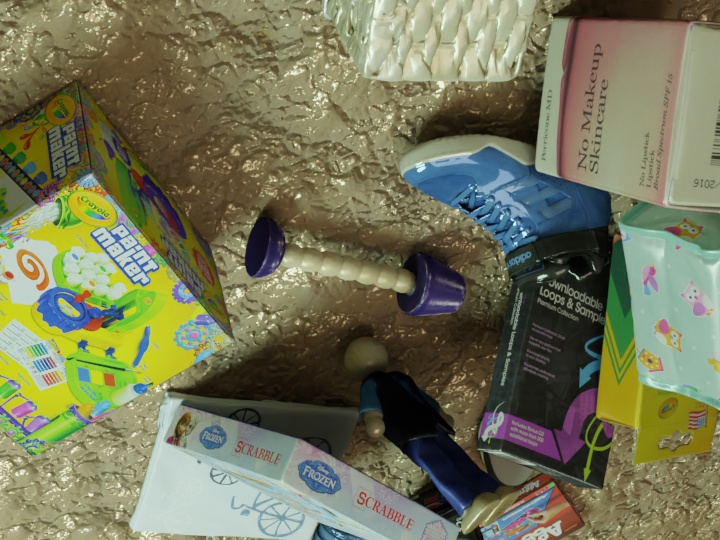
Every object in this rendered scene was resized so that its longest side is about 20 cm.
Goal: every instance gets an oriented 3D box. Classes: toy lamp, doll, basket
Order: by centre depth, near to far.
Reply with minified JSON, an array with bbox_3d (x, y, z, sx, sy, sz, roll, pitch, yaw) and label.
[{"bbox_3d":[0.057,-0.237,0.898,0.134,0.124,0.202,-2,131,-16],"label":"basket"},{"bbox_3d":[0.000,0.000,1.130,0.198,0.059,0.059,15,124,-26],"label":"toy lamp"},{"bbox_3d":[0.053,0.140,1.173,0.049,0.200,0.136,-50,157,20],"label":"doll"}]

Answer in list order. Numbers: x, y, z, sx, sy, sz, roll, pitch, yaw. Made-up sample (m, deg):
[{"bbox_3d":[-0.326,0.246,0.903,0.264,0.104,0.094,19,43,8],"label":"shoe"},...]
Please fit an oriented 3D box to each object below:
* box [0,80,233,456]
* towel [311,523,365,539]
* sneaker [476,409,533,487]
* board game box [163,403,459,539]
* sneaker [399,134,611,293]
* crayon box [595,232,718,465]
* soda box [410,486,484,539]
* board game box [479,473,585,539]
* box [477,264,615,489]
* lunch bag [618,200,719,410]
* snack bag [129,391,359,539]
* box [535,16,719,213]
[{"bbox_3d":[-0.233,0.004,1.006,0.191,0.123,0.201,-28,132,7],"label":"box"},{"bbox_3d":[-0.012,0.344,1.413,0.110,0.049,0.202,11,127,-6],"label":"towel"},{"bbox_3d":[0.171,0.150,1.302,0.073,0.080,0.202,0,131,-21],"label":"sneaker"},{"bbox_3d":[-0.045,0.188,1.166,0.199,0.199,0.042,35,74,-34],"label":"board game box"},{"bbox_3d":[0.125,-0.042,1.089,0.198,0.113,0.077,8,161,-29],"label":"sneaker"},{"bbox_3d":[0.277,0.068,1.201,0.126,0.051,0.203,0,97,-41],"label":"crayon box"},{"bbox_3d":[0.084,0.258,1.292,0.063,0.071,0.200,-23,177,3],"label":"soda box"},{"bbox_3d":[0.143,0.301,1.464,0.199,0.020,0.103,-31,134,9],"label":"board game box"},{"bbox_3d":[0.183,0.081,1.187,0.142,0.202,0.036,23,163,-36],"label":"box"},{"bbox_3d":[0.319,-0.008,1.105,0.199,0.121,0.172,-35,127,-32],"label":"lunch bag"},{"bbox_3d":[-0.116,0.194,1.280,0.198,0.022,0.190,6,126,-20],"label":"snack bag"},{"bbox_3d":[0.226,-0.120,0.984,0.108,0.200,0.130,2,100,-20],"label":"box"}]
